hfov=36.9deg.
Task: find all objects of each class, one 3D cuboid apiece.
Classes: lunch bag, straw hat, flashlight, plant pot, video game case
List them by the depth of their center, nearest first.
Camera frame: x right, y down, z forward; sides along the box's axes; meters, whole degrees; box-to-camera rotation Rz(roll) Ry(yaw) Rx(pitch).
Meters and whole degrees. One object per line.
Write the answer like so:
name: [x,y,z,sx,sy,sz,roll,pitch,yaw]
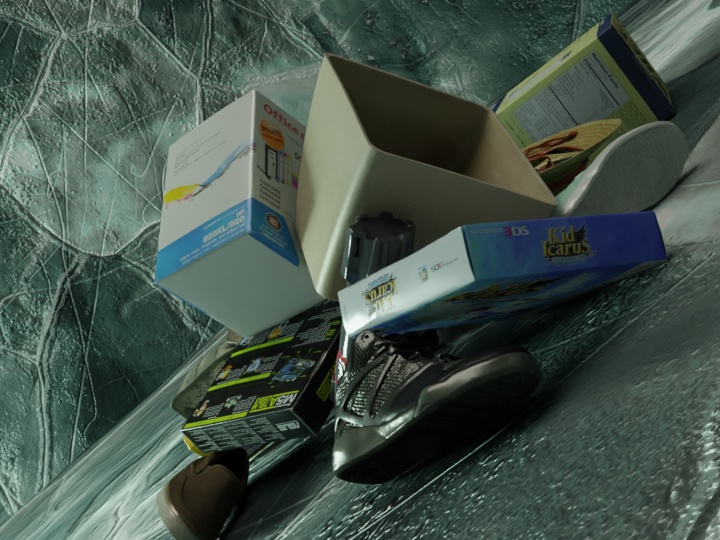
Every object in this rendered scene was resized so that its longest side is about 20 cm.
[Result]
video game case: [0.112,0.006,0.870,0.199,0.046,0.181,-5,-14,-32]
flashlight: [0.014,0.045,0.974,0.068,0.068,0.201,-56,-21,-57]
plant pot: [0.038,-0.068,1.054,0.178,0.199,0.200,-62,28,27]
straw hat: [0.209,-0.086,1.163,0.200,0.085,0.201,-25,11,5]
lunch bag: [-0.157,0.136,1.524,0.200,0.118,0.164,-43,8,7]

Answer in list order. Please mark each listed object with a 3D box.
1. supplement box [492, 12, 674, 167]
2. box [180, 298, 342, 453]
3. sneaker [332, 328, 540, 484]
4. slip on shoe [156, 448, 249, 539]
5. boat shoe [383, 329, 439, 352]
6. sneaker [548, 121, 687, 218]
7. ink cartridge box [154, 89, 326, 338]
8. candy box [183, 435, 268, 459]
supplement box: [0.290,-0.218,1.427,0.199,0.134,0.200,-36,7,22]
box: [-0.078,0.101,1.152,0.199,0.048,0.194,-18,33,45]
sneaker: [0.047,0.079,0.822,0.199,0.076,0.115,-36,49,41]
slip on shoe: [-0.155,0.231,1.121,0.061,0.076,0.200,-40,-2,6]
boat shoe: [0.001,0.099,1.170,0.200,0.062,0.075,-32,24,28]
sneaker: [0.221,-0.073,1.057,0.200,0.074,0.118,-42,13,-6]
ink cartridge box: [-0.119,-0.062,1.188,0.144,0.147,0.201,-27,48,30]
candy box: [-0.104,0.158,1.270,0.200,0.026,0.102,-39,-37,2]
